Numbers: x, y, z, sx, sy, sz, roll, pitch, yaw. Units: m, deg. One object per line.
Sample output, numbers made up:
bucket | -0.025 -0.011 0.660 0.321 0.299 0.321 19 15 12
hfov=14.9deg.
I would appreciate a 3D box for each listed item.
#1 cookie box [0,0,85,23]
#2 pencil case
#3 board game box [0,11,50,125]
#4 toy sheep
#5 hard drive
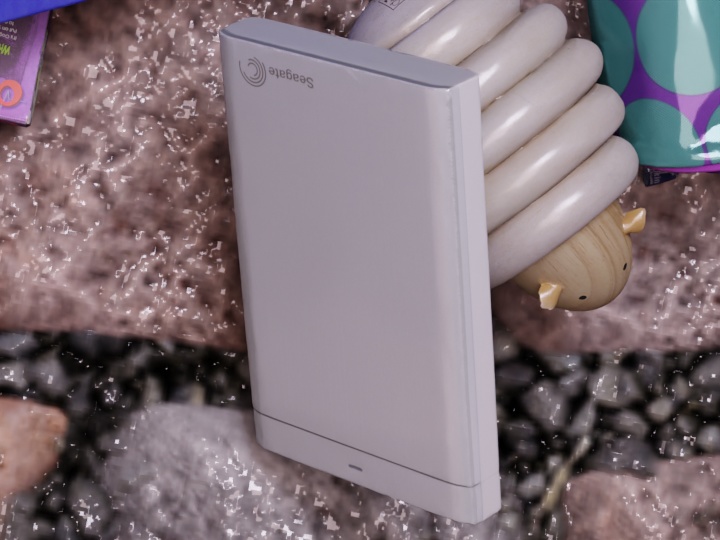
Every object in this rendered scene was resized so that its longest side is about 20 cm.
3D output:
cookie box | -0.105 -0.211 1.160 0.200 0.075 0.171 -18 117 -29
pencil case | 0.146 -0.141 1.246 0.092 0.085 0.200 -8 91 -40
board game box | -0.233 -0.142 1.220 0.200 0.032 0.120 12 85 -6
toy sheep | 0.050 -0.065 1.211 0.138 0.138 0.200 -41 95 -5
hard drive | 0.000 0.000 1.181 0.027 0.132 0.200 -27 123 -41
